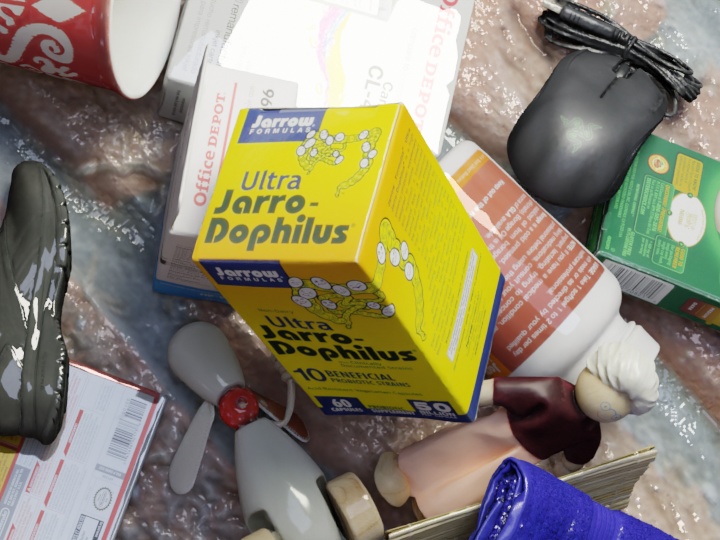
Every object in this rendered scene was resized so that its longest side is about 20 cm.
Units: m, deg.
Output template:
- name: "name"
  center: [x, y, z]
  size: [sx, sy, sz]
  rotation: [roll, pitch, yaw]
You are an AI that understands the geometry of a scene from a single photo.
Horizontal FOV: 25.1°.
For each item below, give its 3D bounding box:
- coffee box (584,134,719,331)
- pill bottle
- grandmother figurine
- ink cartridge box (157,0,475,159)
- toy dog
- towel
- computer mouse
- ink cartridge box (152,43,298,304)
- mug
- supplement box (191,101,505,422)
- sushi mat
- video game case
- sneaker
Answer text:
- name: "coffee box"
  center: [0.267, -0.017, 1.190]
  size: [0.199, 0.044, 0.123]
  rotation: [20, 59, -6]
- name: "pill bottle"
  center: [0.108, 0.014, 1.126]
  size: [0.200, 0.112, 0.112]
  rotation: [44, 72, 2]
- name: "grandmother figurine"
  center: [0.112, 0.108, 1.069]
  size: [0.121, 0.200, 0.061]
  rotation: [30, 37, -42]
- name: "ink cartridge box"
  center: [-0.030, -0.160, 1.156]
  size: [0.199, 0.086, 0.148]
  rotation: [15, 74, -6]
- name: "toy dog"
  center: [-0.062, 0.134, 1.088]
  size: [0.131, 0.096, 0.201]
  rotation: [-7, 63, -10]
- name: "towel"
  center: [0.141, 0.225, 1.061]
  size: [0.199, 0.050, 0.148]
  rotation: [28, 89, -30]
- name: "computer mouse"
  center: [0.169, -0.125, 1.161]
  size: [0.138, 0.053, 0.200]
  rotation: [28, 49, 4]
- name: "ink cartridge box"
  center: [-0.089, -0.057, 1.058]
  size: [0.067, 0.200, 0.117]
  rotation: [10, 75, -8]
- name: "mug"
  center: [-0.231, -0.196, 1.103]
  size: [0.199, 0.177, 0.134]
  rotation: [11, 90, 10]
- name: "supplement box"
  center: [0.000, 0.000, 0.983]
  size: [0.108, 0.200, 0.110]
  rotation: [0, 59, 26]
- name: "sushi mat"
  center: [0.104, 0.169, 1.097]
  size: [0.199, 0.096, 0.012]
  rotation: [-16, 60, -14]
- name: "video game case"
  center: [-0.246, 0.116, 1.079]
  size: [0.199, 0.017, 0.144]
  rotation: [21, 73, -6]
- name: "sneaker"
  center: [-0.236, 0.015, 1.066]
  size: [0.090, 0.076, 0.201]
  rotation: [2, 62, -9]
